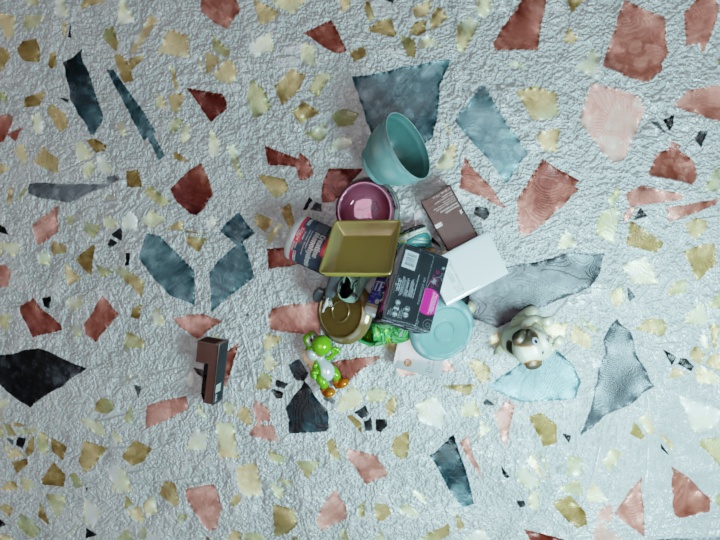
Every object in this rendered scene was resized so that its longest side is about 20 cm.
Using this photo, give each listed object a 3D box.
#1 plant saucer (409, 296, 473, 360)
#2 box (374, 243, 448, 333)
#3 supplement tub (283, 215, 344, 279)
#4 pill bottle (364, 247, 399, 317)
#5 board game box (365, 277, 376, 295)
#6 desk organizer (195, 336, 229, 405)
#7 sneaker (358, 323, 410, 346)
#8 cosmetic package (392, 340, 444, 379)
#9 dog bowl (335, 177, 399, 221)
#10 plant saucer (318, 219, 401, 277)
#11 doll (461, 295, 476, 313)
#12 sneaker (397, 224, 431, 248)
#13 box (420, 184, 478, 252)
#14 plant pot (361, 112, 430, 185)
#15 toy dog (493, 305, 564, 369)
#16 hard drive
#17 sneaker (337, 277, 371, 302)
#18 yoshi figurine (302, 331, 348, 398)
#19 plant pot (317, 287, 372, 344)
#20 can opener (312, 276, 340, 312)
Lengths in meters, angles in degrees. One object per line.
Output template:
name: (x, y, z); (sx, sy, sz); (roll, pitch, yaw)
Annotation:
plant saucer: (0.238, 0.173, 1.501); (0.198, 0.027, 0.202); (-4, 109, -12)
box: (0.129, 0.051, 1.361); (0.131, 0.115, 0.202); (18, 78, -8)
supplement tub: (-0.113, -0.064, 1.547); (0.198, 0.140, 0.142); (24, 98, 6)
pill bottle: (0.099, 0.044, 1.476); (0.119, 0.120, 0.202); (22, 79, 6)
board game box: (0.106, 0.048, 1.557); (0.198, 0.035, 0.128); (-19, 69, 10)
desk organizer: (-0.482, 0.320, 1.674); (0.076, 0.072, 0.202); (9, 96, 10)
sneaker: (0.076, 0.187, 1.540); (0.199, 0.083, 0.075); (-24, 73, 33)
cosmetic package: (0.190, 0.209, 1.574); (0.149, 0.052, 0.202); (13, 97, 10)
dog bowl: (0.017, -0.178, 1.552); (0.198, 0.074, 0.203); (1, 95, 9)
plant saucer: (0.006, -0.052, 1.416); (0.198, 0.201, 0.049); (0, 138, 16)
doll: (0.271, 0.055, 1.520); (0.200, 0.048, 0.137); (43, 75, -19)
sneaker: (0.117, -0.066, 1.550); (0.198, 0.078, 0.080); (-21, 101, 10)
box: (0.264, -0.137, 1.520); (0.100, 0.075, 0.201); (-30, 92, 9)
plant pot: (0.087, -0.324, 1.483); (0.133, 0.200, 0.202); (-23, 92, 37)
toy dog: (0.463, 0.193, 1.456); (0.192, 0.200, 0.141); (-17, 92, 9)
hard drive: (0.297, -0.006, 1.461); (0.199, 0.027, 0.133); (-27, 91, -5)
sneaker: (0.000, 0.001, 1.473); (0.073, 0.118, 0.202); (25, 92, 10)
yoshi figurine: (-0.108, 0.279, 1.591); (0.111, 0.112, 0.202); (-25, 95, 9)
plant pot: (-0.055, 0.122, 1.573); (0.198, 0.027, 0.203); (-3, 85, 31)
can opener: (-0.094, 0.049, 1.506); (0.066, 0.053, 0.201); (21, 138, -5)
